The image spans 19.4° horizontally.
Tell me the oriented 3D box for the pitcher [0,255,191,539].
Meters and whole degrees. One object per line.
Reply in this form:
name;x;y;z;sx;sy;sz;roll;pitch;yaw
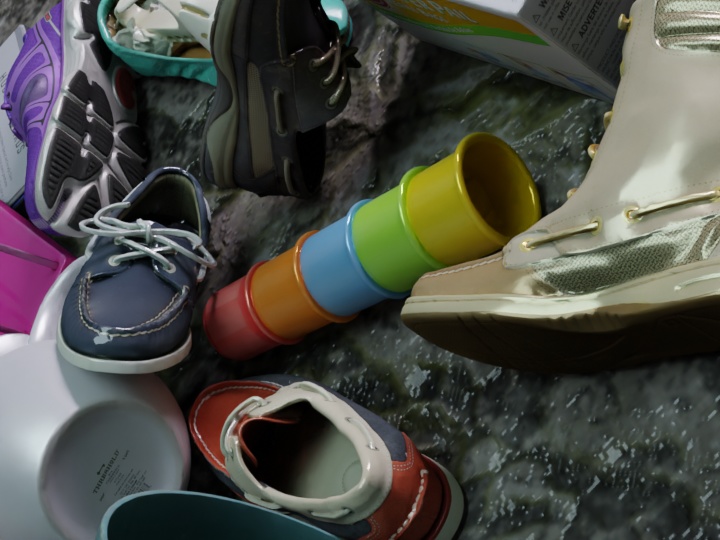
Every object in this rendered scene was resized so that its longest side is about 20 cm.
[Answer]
pitcher;-0.158;0.072;1.144;0.200;0.121;0.172;12;73;62

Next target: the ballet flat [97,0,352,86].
ballet flat;-0.092;-0.145;1.240;0.200;0.070;0.067;6;71;49

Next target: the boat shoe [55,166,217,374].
boat shoe;-0.113;-0.002;1.117;0.200;0.075;0.062;-67;-12;-69

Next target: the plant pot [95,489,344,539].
plant pot;-0.046;0.211;0.872;0.201;0.200;0.161;40;109;52

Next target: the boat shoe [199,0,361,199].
boat shoe;-0.035;-0.111;1.093;0.200;0.073;0.075;102;-171;-55

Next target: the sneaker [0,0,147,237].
sneaker;-0.183;-0.089;1.301;0.083;0.081;0.200;-29;38;24

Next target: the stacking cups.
stacking cups;0.000;0.000;1.063;0.200;0.060;0.061;-30;47;38

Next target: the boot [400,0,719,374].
boot;0.112;-0.040;0.940;0.200;0.073;0.156;-10;63;40

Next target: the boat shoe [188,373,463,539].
boat shoe;-0.032;0.089;1.032;0.200;0.063;0.071;20;84;53

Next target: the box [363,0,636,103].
box;0.074;-0.166;1.044;0.200;0.101;0.113;28;88;52

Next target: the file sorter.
file sorter;-0.286;0.047;1.269;0.139;0.125;0.200;32;99;52

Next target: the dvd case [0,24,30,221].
dvd case;-0.272;-0.052;1.419;0.200;0.025;0.150;-43;41;19
